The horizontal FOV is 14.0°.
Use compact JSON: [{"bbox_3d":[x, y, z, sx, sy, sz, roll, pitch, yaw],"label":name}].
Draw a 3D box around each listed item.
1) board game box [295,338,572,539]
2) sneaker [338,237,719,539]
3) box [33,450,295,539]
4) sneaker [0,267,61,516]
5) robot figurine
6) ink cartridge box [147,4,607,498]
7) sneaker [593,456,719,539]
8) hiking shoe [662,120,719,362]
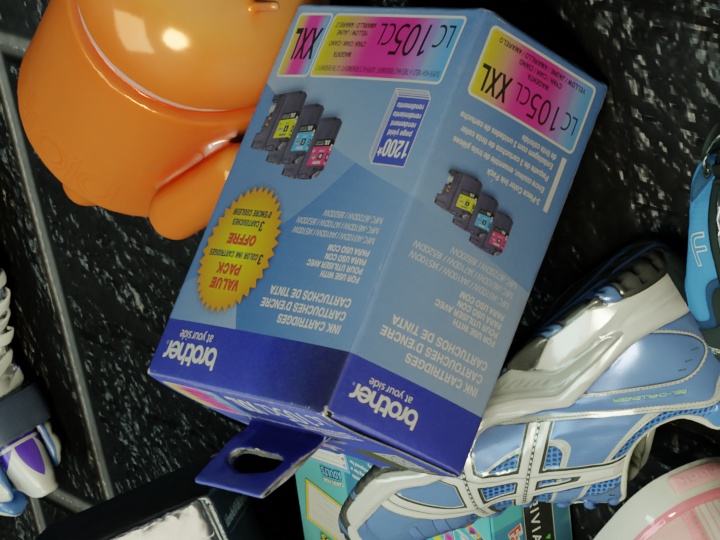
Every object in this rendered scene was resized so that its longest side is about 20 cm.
[{"bbox_3d":[0.031,0.108,1.330,0.151,0.047,0.200,28,135,46],"label":"board game box"},{"bbox_3d":[0.068,0.070,1.172,0.077,0.076,0.200,48,127,-5],"label":"sneaker"},{"bbox_3d":[-0.075,0.204,1.413,0.200,0.124,0.197,-46,-67,-85],"label":"box"},{"bbox_3d":[-0.209,0.055,1.649,0.146,0.081,0.200,44,142,16],"label":"sneaker"},{"bbox_3d":[-0.081,-0.097,1.285,0.117,0.144,0.200,26,148,-7],"label":"robot figurine"},{"bbox_3d":[0.000,0.000,1.156,0.136,0.076,0.200,8,75,55],"label":"ink cartridge box"},{"bbox_3d":[0.123,0.169,1.204,0.105,0.075,0.200,58,146,22],"label":"sneaker"},{"bbox_3d":[0.150,-0.028,1.013,0.087,0.074,0.200,49,147,24],"label":"hiking shoe"}]
